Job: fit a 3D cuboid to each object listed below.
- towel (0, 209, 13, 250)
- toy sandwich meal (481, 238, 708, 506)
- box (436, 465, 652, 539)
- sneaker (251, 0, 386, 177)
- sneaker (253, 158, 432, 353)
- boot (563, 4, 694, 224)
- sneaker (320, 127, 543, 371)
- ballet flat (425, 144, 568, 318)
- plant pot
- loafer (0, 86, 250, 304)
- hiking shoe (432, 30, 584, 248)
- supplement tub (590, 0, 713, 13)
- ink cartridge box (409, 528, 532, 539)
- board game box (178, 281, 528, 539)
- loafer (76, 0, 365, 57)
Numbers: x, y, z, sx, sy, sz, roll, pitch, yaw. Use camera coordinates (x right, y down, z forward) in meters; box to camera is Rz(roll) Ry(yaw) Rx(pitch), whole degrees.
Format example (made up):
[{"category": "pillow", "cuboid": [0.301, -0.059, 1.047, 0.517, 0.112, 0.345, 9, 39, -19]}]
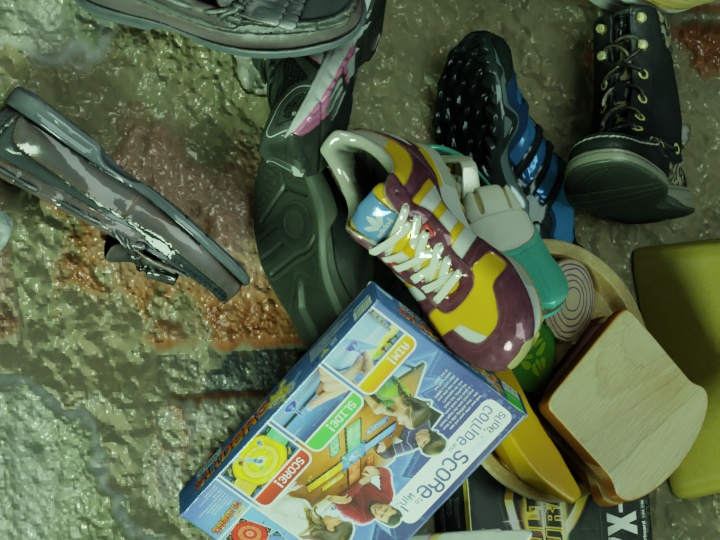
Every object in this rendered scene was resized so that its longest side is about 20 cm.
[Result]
[{"category": "towel", "cuboid": [-0.329, 0.010, 1.361, 0.171, 0.048, 0.200, 34, 67, -24]}, {"category": "toy sandwich meal", "cuboid": [0.150, 0.074, 1.539, 0.205, 0.070, 0.205, 4, 82, -34]}, {"category": "box", "cuboid": [0.132, 0.165, 1.591, 0.160, 0.049, 0.200, 1, 81, -31]}, {"category": "sneaker", "cuboid": [-0.043, -0.142, 1.512, 0.086, 0.080, 0.200, 12, 43, 8]}, {"category": "sneaker", "cuboid": [0.000, 0.000, 1.533, 0.114, 0.076, 0.200, -18, 79, -47]}, {"category": "boot", "cuboid": [0.190, -0.121, 1.617, 0.204, 0.073, 0.154, 19, 64, -66]}, {"category": "sneaker", "cuboid": [0.039, -0.013, 1.430, 0.090, 0.075, 0.200, 13, 32, -45]}, {"category": "ballet flat", "cuboid": [0.077, -0.035, 1.508, 0.067, 0.200, 0.070, -18, 120, -17]}, {"category": "plant pot", "cuboid": [0.351, 0.055, 1.644, 0.194, 0.200, 0.196, -7, 85, -30]}, {"category": "loafer", "cuboid": [-0.165, -0.037, 1.455, 0.200, 0.072, 0.063, 40, 85, -12]}, {"category": "hiking shoe", "cuboid": [0.111, -0.077, 1.613, 0.087, 0.074, 0.200, -15, 98, -39]}, {"category": "supplement tub", "cuboid": [0.250, -0.271, 1.634, 0.144, 0.200, 0.145, 6, 79, -34]}, {"category": "ink cartridge box", "cuboid": [0.052, 0.234, 1.447, 0.067, 0.200, 0.117, 44, 65, -16]}, {"category": "board game box", "cuboid": [-0.006, 0.122, 1.462, 0.135, 0.034, 0.200, 38, 104, -19]}, {"category": "loafer", "cuboid": [-0.097, -0.188, 1.445, 0.200, 0.063, 0.072, 9, 63, 10]}]
